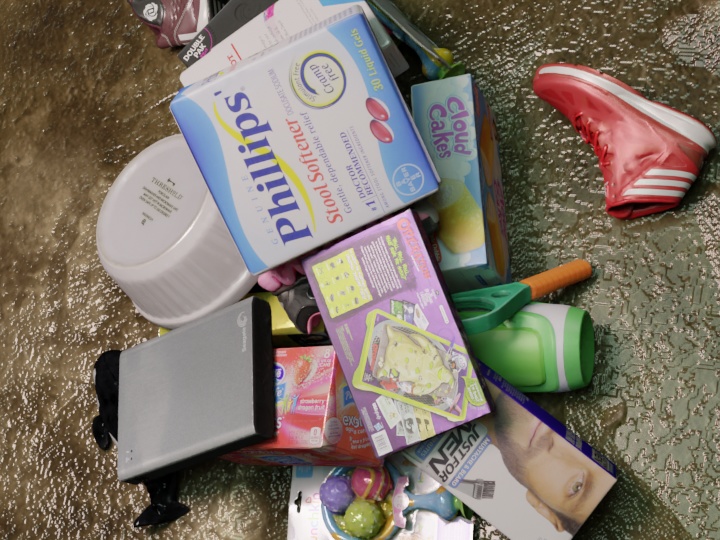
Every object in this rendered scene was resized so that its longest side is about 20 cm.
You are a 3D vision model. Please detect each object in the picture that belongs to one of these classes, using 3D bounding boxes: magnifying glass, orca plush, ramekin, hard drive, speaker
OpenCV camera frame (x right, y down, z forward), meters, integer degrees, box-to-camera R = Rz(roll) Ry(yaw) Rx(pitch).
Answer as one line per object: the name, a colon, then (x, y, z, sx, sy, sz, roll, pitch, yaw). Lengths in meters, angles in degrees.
magnifying glass: (0.142, 0.025, 1.570, 0.079, 0.199, 0.023, 17, 118, 54)
orca plush: (-0.247, 0.169, 1.712, 0.104, 0.071, 0.202, -14, 69, 16)
ramekin: (-0.183, -0.048, 1.666, 0.201, 0.094, 0.204, -22, 50, 28)
hard drive: (-0.164, 0.121, 1.612, 0.199, 0.033, 0.141, -22, 59, 37)
speaker: (0.125, 0.076, 1.596, 0.198, 0.088, 0.089, -1, 73, 20)

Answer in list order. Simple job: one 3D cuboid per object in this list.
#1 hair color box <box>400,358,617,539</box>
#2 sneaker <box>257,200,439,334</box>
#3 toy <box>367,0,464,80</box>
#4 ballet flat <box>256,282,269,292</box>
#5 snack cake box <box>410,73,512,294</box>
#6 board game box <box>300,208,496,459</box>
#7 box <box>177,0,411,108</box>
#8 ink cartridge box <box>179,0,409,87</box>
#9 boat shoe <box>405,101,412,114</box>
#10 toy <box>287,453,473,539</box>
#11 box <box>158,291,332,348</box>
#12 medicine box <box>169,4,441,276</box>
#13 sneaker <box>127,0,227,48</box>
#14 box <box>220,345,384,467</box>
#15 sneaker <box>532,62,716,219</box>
hair color box: (0.132, 0.172, 1.532, 0.199, 0.065, 0.110, 37, 99, 2)
sneaker: (0.000, 0.000, 1.585, 0.199, 0.079, 0.096, -25, 96, 26)
toy: (0.028, -0.255, 1.713, 0.200, 0.115, 0.047, 43, 100, 25)
ballet flat: (-0.117, -0.054, 1.747, 0.067, 0.046, 0.201, -33, 65, 8)
snack cake box: (0.102, -0.080, 1.636, 0.067, 0.115, 0.202, -10, 71, 17)
board game box: (0.034, 0.059, 1.503, 0.119, 0.032, 0.202, -24, 81, 19)
box: (-0.067, -0.196, 1.729, 0.148, 0.124, 0.200, -44, 64, 2)
ink cartridge box: (-0.067, -0.199, 1.625, 0.199, 0.068, 0.116, -34, 67, 6)
boat shoe: (-0.011, -0.088, 1.661, 0.072, 0.065, 0.201, 55, 131, 35)
toy: (0.014, 0.226, 1.611, 0.198, 0.047, 0.116, -2, 71, 19)
box: (-0.106, 0.056, 1.695, 0.198, 0.075, 0.051, -3, 73, 18)
medicine box: (-0.051, -0.123, 1.531, 0.199, 0.103, 0.183, -25, 101, 4)
sneaker: (-0.218, -0.346, 1.861, 0.114, 0.076, 0.202, -12, 71, 20)
box: (-0.072, 0.136, 1.611, 0.199, 0.094, 0.104, -6, 70, 42)
sneaker: (0.242, -0.125, 1.620, 0.199, 0.078, 0.116, 25, 82, 26)
